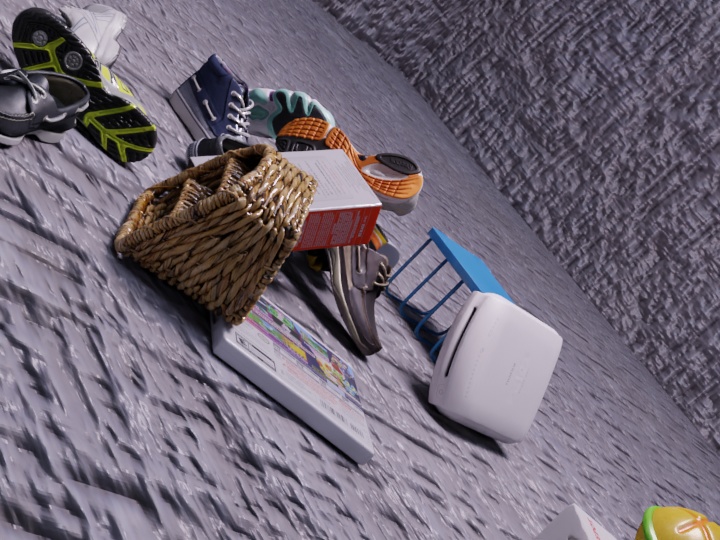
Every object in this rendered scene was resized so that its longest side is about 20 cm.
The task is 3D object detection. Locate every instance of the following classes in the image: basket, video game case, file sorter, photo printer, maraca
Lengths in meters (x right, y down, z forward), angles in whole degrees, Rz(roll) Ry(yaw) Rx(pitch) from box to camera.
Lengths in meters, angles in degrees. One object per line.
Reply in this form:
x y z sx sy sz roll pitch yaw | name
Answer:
-0.136 -0.065 1.378 0.148 0.143 0.200 32 16 -8 | basket
-0.074 0.091 1.419 0.200 0.023 0.183 39 14 -22 | video game case
0.144 0.066 1.977 0.138 0.123 0.200 31 19 -49 | file sorter
0.169 0.122 1.792 0.069 0.168 0.200 19 -7 38 | photo printer
0.363 0.334 1.488 0.200 0.107 0.137 50 26 -6 | maraca

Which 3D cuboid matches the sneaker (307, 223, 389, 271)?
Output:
-0.047 -0.041 1.831 0.070 0.090 0.200 53 -18 -24 | sneaker

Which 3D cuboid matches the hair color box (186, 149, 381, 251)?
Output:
-0.090 -0.077 1.587 0.198 0.064 0.111 -5 42 -31 | hair color box

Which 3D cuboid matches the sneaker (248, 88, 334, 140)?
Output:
-0.108 -0.220 1.996 0.198 0.078 0.140 17 8 21 | sneaker

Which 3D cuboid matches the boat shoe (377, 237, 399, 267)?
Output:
-0.017 -0.073 2.009 0.202 0.075 0.086 38 12 -49 | boat shoe

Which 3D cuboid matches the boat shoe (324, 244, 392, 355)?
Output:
0.000 0.000 1.688 0.074 0.073 0.202 42 32 -81 | boat shoe

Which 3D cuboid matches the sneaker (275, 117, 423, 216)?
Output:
-0.017 -0.118 1.755 0.199 0.076 0.092 26 -22 14 | sneaker

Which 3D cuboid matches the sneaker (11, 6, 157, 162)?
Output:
-0.302 -0.199 1.511 0.200 0.075 0.076 51 1 -26 | sneaker

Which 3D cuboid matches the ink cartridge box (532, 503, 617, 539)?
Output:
0.285 0.372 1.547 0.200 0.084 0.145 42 14 -21 | ink cartridge box

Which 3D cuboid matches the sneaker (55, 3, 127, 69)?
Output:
-0.331 -0.286 1.676 0.087 0.075 0.200 35 15 -22 | sneaker

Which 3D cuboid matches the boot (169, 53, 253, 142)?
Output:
-0.173 -0.197 1.853 0.200 0.090 0.073 52 14 27 | boot

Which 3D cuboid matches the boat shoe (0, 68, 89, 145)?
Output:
-0.319 -0.163 1.333 0.076 0.060 0.200 45 12 1 | boat shoe

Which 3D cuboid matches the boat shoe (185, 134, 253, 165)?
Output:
-0.130 -0.124 1.757 0.199 0.068 0.074 30 51 -49 | boat shoe
